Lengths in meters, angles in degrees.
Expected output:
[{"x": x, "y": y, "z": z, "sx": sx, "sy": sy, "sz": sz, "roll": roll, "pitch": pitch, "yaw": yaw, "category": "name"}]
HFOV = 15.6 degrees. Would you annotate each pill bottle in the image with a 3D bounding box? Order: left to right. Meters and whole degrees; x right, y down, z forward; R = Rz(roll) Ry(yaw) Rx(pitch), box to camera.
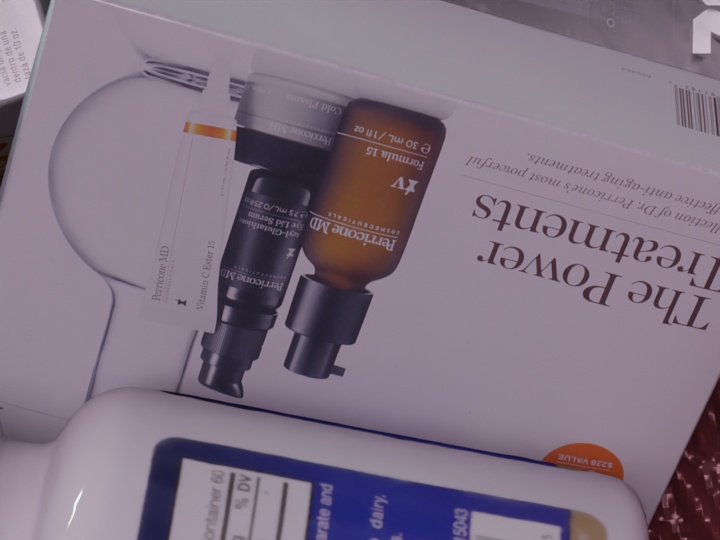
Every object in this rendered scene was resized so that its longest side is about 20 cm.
[{"x": -0.034, "y": 0.095, "z": 0.681, "sx": 0.200, "sy": 0.120, "sz": 0.120, "roll": 11, "pitch": 86, "yaw": -3, "category": "pill bottle"}]

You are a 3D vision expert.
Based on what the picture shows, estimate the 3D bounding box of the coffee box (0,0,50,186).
[{"x": -0.175, "y": -0.050, "z": 0.787, "sx": 0.200, "sy": 0.114, "sz": 0.080, "roll": -19, "pitch": 81, "yaw": 7, "category": "coffee box"}]

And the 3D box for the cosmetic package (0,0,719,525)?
[{"x": 0.000, "y": 0.000, "z": 0.715, "sx": 0.200, "sy": 0.052, "sz": 0.151, "roll": 15, "pitch": 127, "yaw": -7, "category": "cosmetic package"}]

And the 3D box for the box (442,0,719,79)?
[{"x": 0.062, "y": -0.132, "z": 0.779, "sx": 0.159, "sy": 0.049, "sz": 0.200, "roll": 1, "pitch": 80, "yaw": 7, "category": "box"}]
